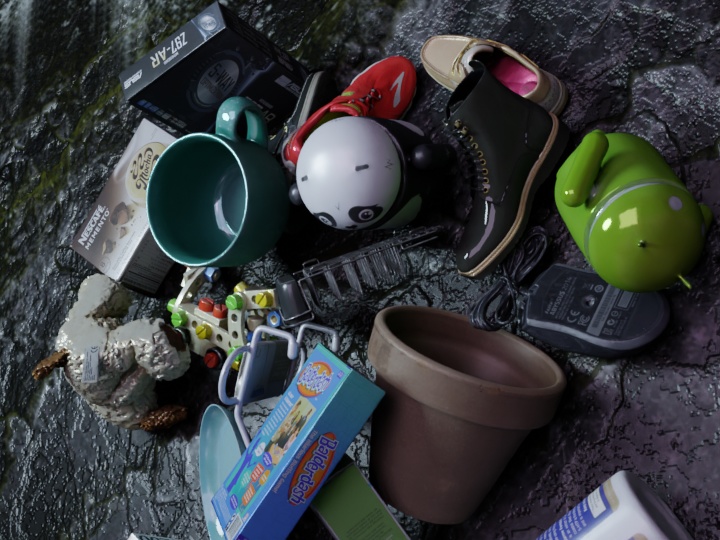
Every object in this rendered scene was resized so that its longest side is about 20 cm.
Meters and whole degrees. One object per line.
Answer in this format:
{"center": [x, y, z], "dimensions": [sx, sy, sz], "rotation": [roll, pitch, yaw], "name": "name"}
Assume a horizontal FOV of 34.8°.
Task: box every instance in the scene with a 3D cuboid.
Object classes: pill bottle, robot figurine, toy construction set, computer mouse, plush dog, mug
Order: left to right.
{"center": [-0.302, 0.129, 1.408], "dimensions": [0.160, 0.172, 0.200], "rotation": [-40, 49, -22], "name": "plush dog"}
{"center": [-0.170, 0.046, 1.394], "dimensions": [0.200, 0.092, 0.132], "rotation": [33, 118, 43], "name": "toy construction set"}
{"center": [-0.147, -0.090, 1.339], "dimensions": [0.185, 0.114, 0.152], "rotation": [-40, 71, 25], "name": "mug"}
{"center": [0.014, -0.104, 1.256], "dimensions": [0.125, 0.200, 0.151], "rotation": [40, 110, 19], "name": "robot figurine"}
{"center": [0.223, 0.037, 1.168], "dimensions": [0.199, 0.053, 0.139], "rotation": [19, 63, 36], "name": "computer mouse"}
{"center": [0.206, 0.291, 1.059], "dimensions": [0.200, 0.120, 0.120], "rotation": [-43, 57, 14], "name": "pill bottle"}
{"center": [0.260, -0.057, 1.117], "dimensions": [0.116, 0.175, 0.200], "rotation": [-48, 29, 20], "name": "robot figurine"}

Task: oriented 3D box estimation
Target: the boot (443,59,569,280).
{"center": [0.120, -0.106, 1.213], "dimensions": [0.077, 0.138, 0.201], "rotation": [7, 68, 59], "name": "boot"}

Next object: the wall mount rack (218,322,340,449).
{"center": [-0.085, 0.146, 1.261], "dimensions": [0.074, 0.200, 0.175], "rotation": [15, 96, 22], "name": "wall mount rack"}

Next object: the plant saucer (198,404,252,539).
{"center": [-0.143, 0.249, 1.292], "dimensions": [0.200, 0.027, 0.202], "rotation": [176, 90, -67], "name": "plant saucer"}

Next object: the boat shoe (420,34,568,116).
{"center": [0.142, -0.231, 1.298], "dimensions": [0.199, 0.069, 0.074], "rotation": [27, 90, 35], "name": "boat shoe"}

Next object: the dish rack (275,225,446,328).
{"center": [0.000, 0.000, 1.253], "dimensions": [0.199, 0.153, 0.055], "rotation": [-21, 95, -5], "name": "dish rack"}

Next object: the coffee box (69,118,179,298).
{"center": [-0.278, -0.081, 1.510], "dimensions": [0.113, 0.080, 0.201], "rotation": [33, 94, 34], "name": "coffee box"}

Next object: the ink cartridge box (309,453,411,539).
{"center": [0.013, 0.272, 1.151], "dimensions": [0.059, 0.200, 0.104], "rotation": [-37, 12, -10], "name": "ink cartridge box"}

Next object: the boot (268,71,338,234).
{"center": [-0.118, -0.157, 1.432], "dimensions": [0.153, 0.073, 0.205], "rotation": [12, 85, 29], "name": "boot"}

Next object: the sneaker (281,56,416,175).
{"center": [-0.004, -0.179, 1.335], "dimensions": [0.200, 0.085, 0.077], "rotation": [-43, 93, -12], "name": "sneaker"}

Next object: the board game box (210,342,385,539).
{"center": [-0.065, 0.175, 1.122], "dimensions": [0.201, 0.045, 0.152], "rotation": [-56, 14, -2], "name": "board game box"}

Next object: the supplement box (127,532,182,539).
{"center": [-0.256, 0.406, 1.312], "dimensions": [0.073, 0.126, 0.200], "rotation": [39, 96, 36], "name": "supplement box"}

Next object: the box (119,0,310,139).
{"center": [-0.172, -0.229, 1.418], "dimensions": [0.160, 0.200, 0.044], "rotation": [-31, 61, 19], "name": "box"}

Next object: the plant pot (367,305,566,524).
{"center": [0.085, 0.152, 1.154], "dimensions": [0.200, 0.200, 0.176], "rotation": [30, 108, 35], "name": "plant pot"}
